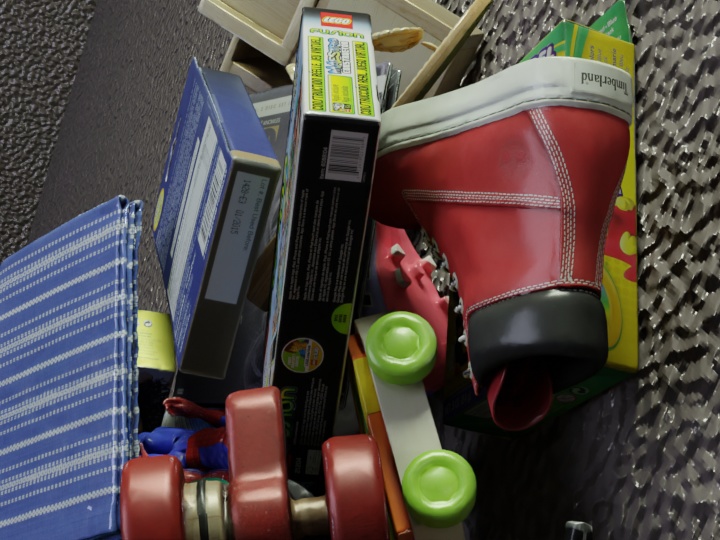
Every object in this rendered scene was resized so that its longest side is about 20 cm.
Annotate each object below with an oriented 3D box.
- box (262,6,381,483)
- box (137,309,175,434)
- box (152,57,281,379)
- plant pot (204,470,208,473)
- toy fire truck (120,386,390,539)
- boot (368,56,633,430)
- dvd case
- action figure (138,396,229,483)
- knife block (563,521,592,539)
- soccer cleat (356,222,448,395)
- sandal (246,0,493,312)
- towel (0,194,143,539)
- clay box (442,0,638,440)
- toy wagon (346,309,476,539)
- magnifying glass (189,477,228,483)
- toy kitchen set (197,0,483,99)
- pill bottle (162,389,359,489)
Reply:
[{"bbox_3d":[-0.022,-0.010,0.696,0.111,0.034,0.202,-94,11,-57],"label":"box"},{"bbox_3d":[-0.171,0.108,0.958,0.201,0.074,0.051,108,163,-45],"label":"box"},{"bbox_3d":[-0.087,-0.039,0.829,0.200,0.032,0.123,-118,42,-62],"label":"box"},{"bbox_3d":[-0.106,0.234,0.875,0.201,0.195,0.197,-50,24,6],"label":"plant pot"},{"bbox_3d":[-0.039,0.165,0.639,0.169,0.110,0.203,93,170,-63],"label":"toy fire truck"},{"bbox_3d":[0.047,-0.002,0.650,0.199,0.071,0.147,166,112,-65],"label":"boot"},{"bbox_3d":[-0.046,-0.018,0.861,0.148,0.016,0.203,-5,70,47],"label":"dvd case"},{"bbox_3d":[-0.108,0.107,0.844,0.198,0.052,0.066,-9,26,29],"label":"action figure"},{"bbox_3d":[0.098,0.199,0.540,0.202,0.174,0.064,63,172,-19],"label":"knife block"},{"bbox_3d":[0.000,0.000,0.860,0.076,0.066,0.202,-36,51,22],"label":"soccer cleat"},{"bbox_3d":[-0.019,-0.079,0.774,0.213,0.069,0.078,-53,-1,18],"label":"sandal"},{"bbox_3d":[-0.173,0.070,0.845,0.144,0.024,0.203,-22,62,40],"label":"towel"},{"bbox_3d":[0.088,-0.030,0.718,0.115,0.047,0.203,139,140,-56],"label":"clay box"},{"bbox_3d":[0.032,0.120,0.676,0.156,0.039,0.202,83,174,-59],"label":"toy wagon"},{"bbox_3d":[-0.144,0.177,0.788,0.198,0.022,0.080,-30,26,14],"label":"magnifying glass"},{"bbox_3d":[-0.001,-0.141,1.006,0.200,0.179,0.165,-25,-35,-62],"label":"toy kitchen set"},{"bbox_3d":[-0.077,0.113,0.978,0.200,0.111,0.113,126,151,-48],"label":"pill bottle"}]
